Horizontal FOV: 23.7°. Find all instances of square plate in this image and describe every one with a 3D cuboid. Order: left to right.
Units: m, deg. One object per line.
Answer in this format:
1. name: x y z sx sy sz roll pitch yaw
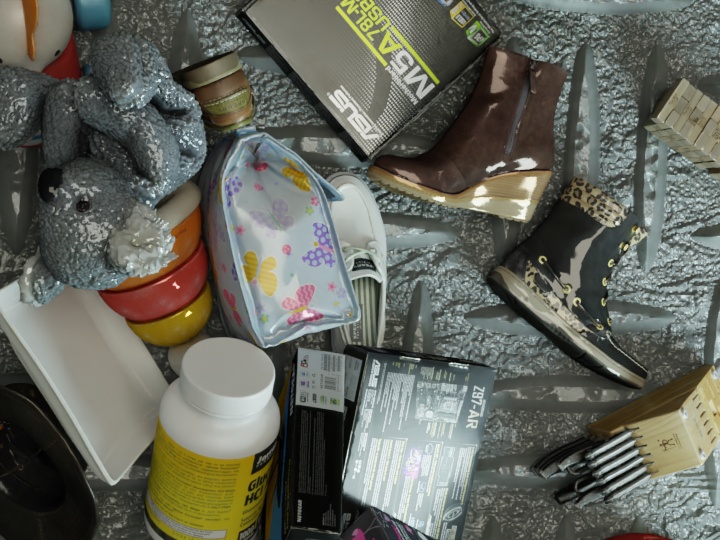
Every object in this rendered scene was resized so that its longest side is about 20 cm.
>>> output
1. square plate: -0.254 0.083 1.582 0.028 0.200 0.198 -29 97 18

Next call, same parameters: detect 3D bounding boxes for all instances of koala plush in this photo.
1. koala plush: -0.221 -0.067 1.473 0.184 0.177 0.200 43 41 -47

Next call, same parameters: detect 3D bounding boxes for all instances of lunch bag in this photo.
1. lunch bag: -0.085 -0.037 1.625 0.127 0.170 0.200 -17 93 -14

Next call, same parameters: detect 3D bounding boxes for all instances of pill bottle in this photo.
1. pill bottle: -0.136 0.165 1.588 0.112 0.113 0.200 2 128 -15

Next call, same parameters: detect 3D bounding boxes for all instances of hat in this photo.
1. hat: -0.306 0.165 1.592 0.201 0.200 0.081 53 41 -8

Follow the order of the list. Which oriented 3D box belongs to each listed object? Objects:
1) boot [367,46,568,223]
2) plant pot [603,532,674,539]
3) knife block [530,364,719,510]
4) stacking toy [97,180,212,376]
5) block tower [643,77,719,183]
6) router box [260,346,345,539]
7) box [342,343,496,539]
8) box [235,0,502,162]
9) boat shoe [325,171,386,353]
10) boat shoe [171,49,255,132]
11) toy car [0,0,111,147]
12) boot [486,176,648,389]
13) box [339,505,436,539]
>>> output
1. boot: 0.109 -0.144 1.723 0.200 0.072 0.167 10 93 -26
2. plant pot: 0.307 0.372 1.720 0.200 0.182 0.201 1 87 -14
3. knife block: 0.280 0.178 1.783 0.200 0.175 0.064 -34 102 -58
4. stacking toy: -0.191 0.024 1.634 0.146 0.146 0.200 -26 112 -14
5. block tower: 0.392 -0.123 1.811 0.200 0.058 0.054 35 81 -14
6. router box: -0.055 0.195 1.594 0.051 0.149 0.200 10 49 -10
7. box: 0.041 0.180 1.683 0.160 0.044 0.200 8 95 -34
8. box: 0.010 -0.245 1.716 0.193 0.048 0.200 -42 99 -13
9. boat shoe: 0.000 0.000 1.699 0.073 0.067 0.200 -9 92 -15
10. boat shoe: -0.136 -0.163 1.601 0.072 0.200 0.068 -23 100 0
11. toy car: -0.308 -0.205 1.552 0.184 0.200 0.177 -8 91 -14
12. boot: 0.246 0.014 1.765 0.200 0.073 0.151 37 81 -6
13. box: -0.003 0.345 1.615 0.200 0.132 0.115 -45 132 12
